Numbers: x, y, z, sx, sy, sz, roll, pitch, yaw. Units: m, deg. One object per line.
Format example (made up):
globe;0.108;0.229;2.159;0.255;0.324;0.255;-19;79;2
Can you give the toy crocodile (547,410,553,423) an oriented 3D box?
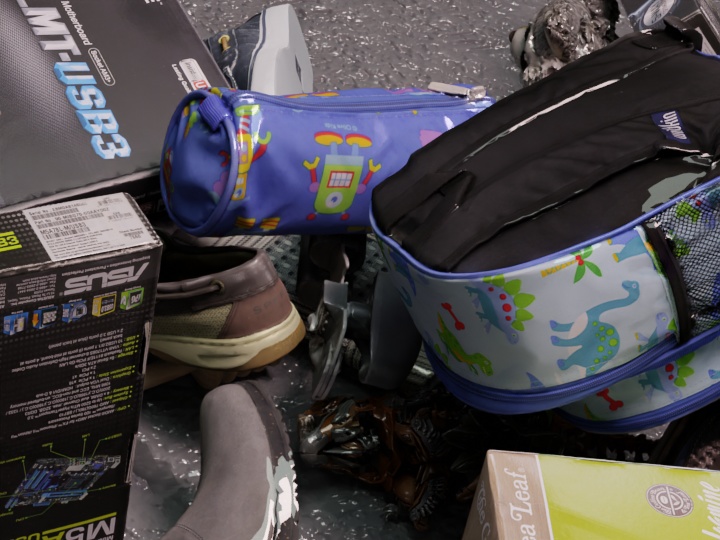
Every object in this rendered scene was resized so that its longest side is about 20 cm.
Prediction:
toy crocodile;0.170;0.032;1.181;0.067;0.062;0.200;-4;16;41

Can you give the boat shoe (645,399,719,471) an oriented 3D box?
boat shoe;0.198;0.069;1.020;0.072;0.060;0.201;21;73;45

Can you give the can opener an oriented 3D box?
can opener;0.000;0.000;1.121;0.066;0.054;0.201;15;35;-8

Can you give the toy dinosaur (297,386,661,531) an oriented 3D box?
toy dinosaur;0.068;0.090;1.050;0.199;0.103;0.136;-18;18;4

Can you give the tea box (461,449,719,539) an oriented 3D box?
tea box;0.143;0.201;0.897;0.195;0.134;0.201;8;38;-8

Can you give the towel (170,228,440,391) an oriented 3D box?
towel;0.004;-0.018;1.206;0.192;0.035;0.200;24;38;19

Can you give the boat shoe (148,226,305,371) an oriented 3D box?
boat shoe;-0.118;0.006;1.074;0.199;0.065;0.073;4;26;30

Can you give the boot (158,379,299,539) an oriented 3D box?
boot;-0.096;0.136;0.938;0.131;0.070;0.201;1;51;-15

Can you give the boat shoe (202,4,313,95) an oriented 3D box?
boat shoe;-0.078;-0.102;1.239;0.090;0.071;0.201;-18;21;7

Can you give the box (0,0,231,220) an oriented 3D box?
box;-0.184;-0.105;1.123;0.197;0.050;0.201;-16;58;-24

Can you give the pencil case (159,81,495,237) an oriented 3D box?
pencil case;-0.007;-0.061;1.076;0.199;0.087;0.078;-3;34;-32

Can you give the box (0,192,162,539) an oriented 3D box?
box;-0.195;0.068;0.918;0.199;0.194;0.048;-12;45;-28

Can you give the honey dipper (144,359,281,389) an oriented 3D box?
honey dipper;-0.133;0.062;1.073;0.199;0.038;0.038;-18;47;-30

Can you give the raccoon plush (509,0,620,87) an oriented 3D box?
raccoon plush;0.181;-0.099;1.283;0.199;0.135;0.097;19;37;8

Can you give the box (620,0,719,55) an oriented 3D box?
box;0.225;-0.135;1.312;0.043;0.200;0.161;-31;39;15

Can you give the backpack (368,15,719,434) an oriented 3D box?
backpack;0.118;-0.009;0.986;0.199;0.148;0.183;-24;25;-8
